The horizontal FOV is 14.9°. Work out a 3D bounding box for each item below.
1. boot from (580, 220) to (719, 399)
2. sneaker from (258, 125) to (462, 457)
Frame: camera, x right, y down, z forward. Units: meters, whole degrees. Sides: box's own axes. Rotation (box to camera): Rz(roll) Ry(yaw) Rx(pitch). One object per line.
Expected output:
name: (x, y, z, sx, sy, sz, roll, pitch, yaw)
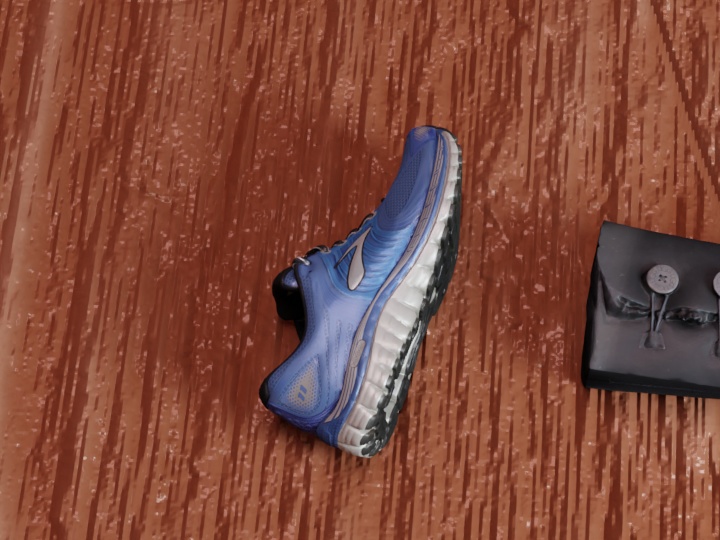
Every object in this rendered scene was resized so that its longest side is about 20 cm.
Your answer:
boot: (0.225, -0.001, 1.495, 0.199, 0.066, 0.166, 4, 56, 11)
sneaker: (0.000, 0.000, 1.492, 0.089, 0.079, 0.201, 17, 60, 10)
